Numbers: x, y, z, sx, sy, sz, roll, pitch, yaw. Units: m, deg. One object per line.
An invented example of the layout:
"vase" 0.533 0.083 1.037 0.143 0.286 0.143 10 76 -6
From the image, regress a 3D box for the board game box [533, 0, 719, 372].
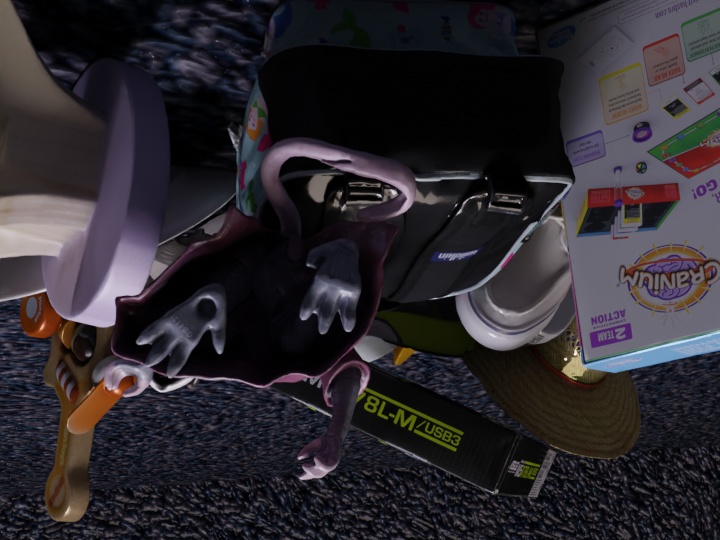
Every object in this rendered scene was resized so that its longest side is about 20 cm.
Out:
"board game box" 0.178 -0.060 0.622 0.152 0.203 0.040 -17 160 37

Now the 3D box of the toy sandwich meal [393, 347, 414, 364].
"toy sandwich meal" 0.027 0.056 1.201 0.202 0.071 0.205 -5 164 -1

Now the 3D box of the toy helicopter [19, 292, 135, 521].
"toy helicopter" -0.221 0.105 0.949 0.078 0.203 0.131 10 176 -44

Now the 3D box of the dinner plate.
"dinner plate" -0.173 -0.033 0.759 0.198 0.025 0.200 -17 -162 5

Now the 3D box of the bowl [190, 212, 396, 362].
"bowl" -0.060 0.002 0.917 0.198 0.091 0.202 1 152 0

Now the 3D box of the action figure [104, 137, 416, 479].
"action figure" -0.052 0.014 0.577 0.133 0.151 0.200 20 177 3

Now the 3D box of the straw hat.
"straw hat" 0.163 0.039 0.897 0.199 0.202 0.085 6 131 -35

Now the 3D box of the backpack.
"backpack" 0.013 -0.056 0.663 0.175 0.152 0.200 -1 154 -11

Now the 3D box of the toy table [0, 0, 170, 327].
"toy table" -0.180 -0.054 0.601 0.116 0.186 0.200 15 -171 -29

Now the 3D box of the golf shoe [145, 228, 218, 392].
"golf shoe" -0.140 0.048 0.816 0.077 0.095 0.201 8 151 -4

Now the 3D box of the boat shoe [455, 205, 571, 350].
"boat shoe" 0.129 -0.035 0.762 0.072 0.200 0.066 37 148 8

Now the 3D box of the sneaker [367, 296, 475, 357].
"sneaker" 0.000 0.000 0.790 0.198 0.082 0.074 10 -164 -28

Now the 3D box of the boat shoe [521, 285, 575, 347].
"boat shoe" 0.146 -0.014 0.845 0.070 0.201 0.066 43 143 -10

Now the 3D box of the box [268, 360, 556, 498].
"box" 0.033 0.101 0.821 0.192 0.048 0.200 25 176 20
